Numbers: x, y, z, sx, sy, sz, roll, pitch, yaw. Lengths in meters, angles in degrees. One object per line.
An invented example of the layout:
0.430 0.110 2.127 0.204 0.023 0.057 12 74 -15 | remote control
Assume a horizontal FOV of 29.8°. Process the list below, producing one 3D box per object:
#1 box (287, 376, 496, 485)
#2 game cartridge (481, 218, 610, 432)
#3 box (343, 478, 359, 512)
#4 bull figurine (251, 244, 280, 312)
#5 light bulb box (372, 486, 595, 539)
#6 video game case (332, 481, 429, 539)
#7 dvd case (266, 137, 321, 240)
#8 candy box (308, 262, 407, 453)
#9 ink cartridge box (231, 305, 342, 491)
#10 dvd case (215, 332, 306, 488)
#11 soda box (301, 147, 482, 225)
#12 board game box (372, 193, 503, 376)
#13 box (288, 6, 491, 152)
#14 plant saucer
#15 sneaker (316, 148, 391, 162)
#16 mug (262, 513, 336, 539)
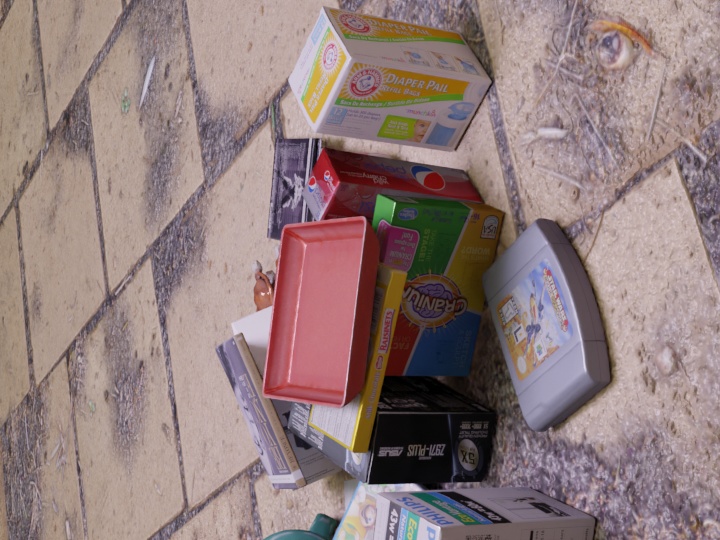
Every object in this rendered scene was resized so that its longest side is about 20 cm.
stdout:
0.034 0.176 1.581 0.200 0.163 0.087 24 107 57 | box
0.197 0.053 1.444 0.133 0.041 0.201 -54 43 48 | game cartridge
0.034 0.353 1.681 0.136 0.037 0.202 -25 66 56 | box
-0.113 0.064 1.895 0.201 0.065 0.122 87 172 -48 | bull figurine
0.117 0.334 1.386 0.125 0.199 0.200 14 99 58 | light bulb box
0.055 0.326 1.603 0.200 0.018 0.144 35 106 40 | video game case
-0.096 -0.115 1.942 0.200 0.016 0.150 -166 81 -71 | dvd case
-0.004 0.088 1.480 0.102 0.026 0.202 24 102 59 | candy box
-0.097 0.166 1.802 0.145 0.084 0.201 -127 22 -48 | ink cartridge box
-0.129 0.181 1.710 0.201 0.016 0.149 66 163 2 | dvd case
0.038 -0.085 1.564 0.070 0.199 0.064 -61 38 34 | soda box
0.073 0.020 1.543 0.040 0.152 0.202 30 113 56 | board game box
0.034 -0.222 1.588 0.113 0.199 0.102 -62 39 35 | box
-0.040 0.047 1.490 0.199 0.036 0.202 -2 79 61 | plant saucer
-0.008 -0.120 1.787 0.200 0.104 0.076 -97 11 -84 | sneaker
-0.087 0.399 1.752 0.115 0.151 0.186 107 154 -53 | mug
